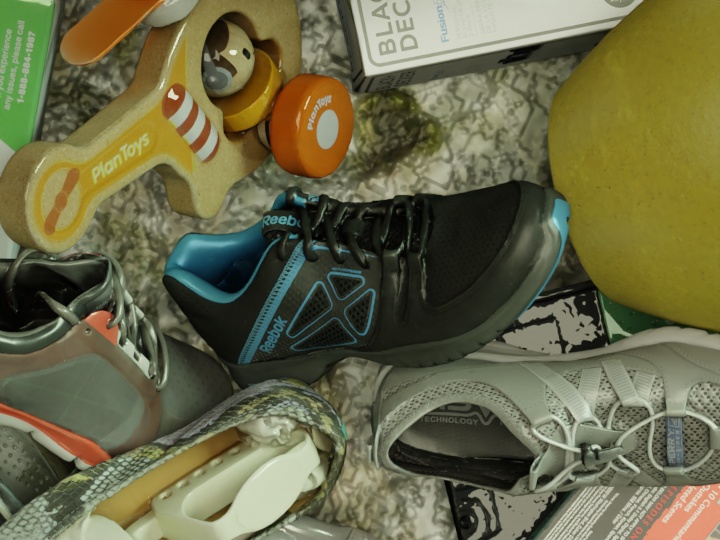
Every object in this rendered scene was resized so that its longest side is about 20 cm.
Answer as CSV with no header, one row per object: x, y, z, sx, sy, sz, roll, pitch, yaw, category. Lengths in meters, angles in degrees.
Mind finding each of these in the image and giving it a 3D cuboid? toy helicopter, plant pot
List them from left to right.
-0.089,-0.076,1.275,0.079,0.200,0.133,12,125,33,toy helicopter
0.167,-0.051,1.294,0.141,0.200,0.201,-16,89,24,plant pot

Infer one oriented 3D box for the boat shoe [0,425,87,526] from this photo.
-0.144,0.102,1.314,0.200,0.076,0.060,37,126,-15,boat shoe

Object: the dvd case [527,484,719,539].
0.183,0.150,1.344,0.200,0.022,0.146,39,86,-1,dvd case

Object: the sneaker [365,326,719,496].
0.097,0.075,1.284,0.199,0.082,0.075,-2,118,18,sneaker

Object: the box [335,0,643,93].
0.084,-0.159,1.367,0.199,0.060,0.117,-10,88,-5,box

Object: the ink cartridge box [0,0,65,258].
-0.240,-0.084,1.303,0.199,0.084,0.147,12,110,-4,ink cartridge box

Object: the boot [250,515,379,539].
0.013,0.170,1.342,0.199,0.074,0.096,26,62,-19,boot

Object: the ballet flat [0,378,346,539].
-0.089,0.112,1.271,0.200,0.072,0.072,-31,90,-17,ballet flat

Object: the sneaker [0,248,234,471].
-0.118,0.034,1.285,0.082,0.200,0.077,-46,53,27,sneaker

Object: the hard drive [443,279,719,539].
0.134,0.069,1.372,0.199,0.038,0.140,-15,89,-4,hard drive

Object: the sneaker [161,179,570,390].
0.000,0.000,1.291,0.082,0.199,0.073,46,40,-32,sneaker
